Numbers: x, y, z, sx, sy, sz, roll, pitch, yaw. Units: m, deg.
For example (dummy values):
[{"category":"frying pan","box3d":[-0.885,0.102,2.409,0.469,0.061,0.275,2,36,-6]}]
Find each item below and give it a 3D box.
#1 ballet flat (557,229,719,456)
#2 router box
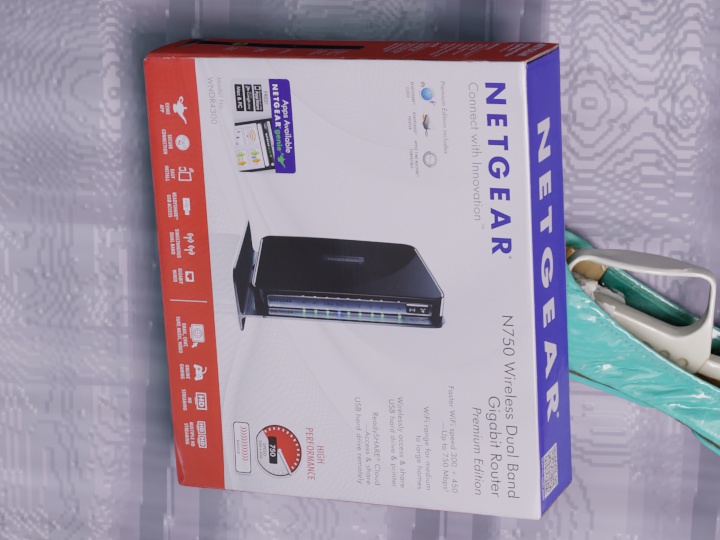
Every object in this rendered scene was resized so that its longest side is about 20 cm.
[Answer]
[{"category":"ballet flat","box3d":[0.156,0.040,0.968,0.199,0.067,0.071,26,120,-2]},{"category":"router box","box3d":[0.000,0.000,0.951,0.178,0.049,0.202,2,105,23]}]
